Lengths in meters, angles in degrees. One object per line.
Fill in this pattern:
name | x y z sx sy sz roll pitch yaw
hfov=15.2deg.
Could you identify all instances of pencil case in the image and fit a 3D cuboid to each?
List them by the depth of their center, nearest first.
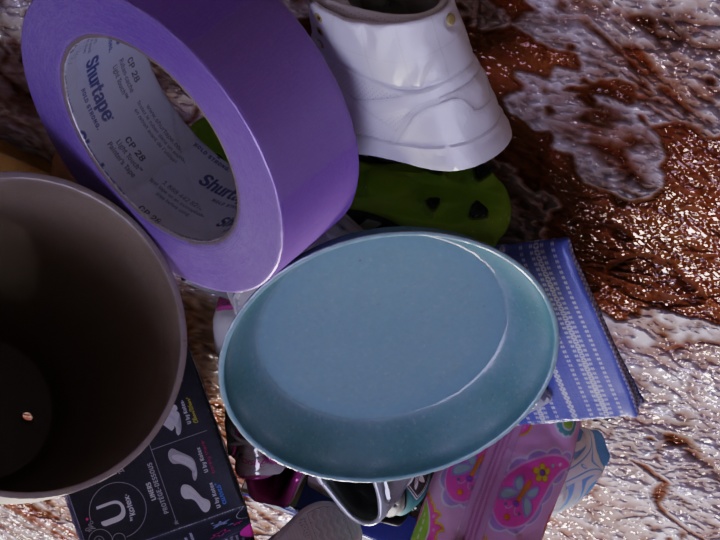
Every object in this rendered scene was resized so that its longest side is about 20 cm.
pencil case | 0.085 0.145 1.755 0.087 0.200 0.087 20 168 4

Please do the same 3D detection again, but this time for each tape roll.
tape roll | -0.095 -0.087 1.489 0.200 0.066 0.200 33 145 27

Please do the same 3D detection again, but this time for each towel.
towel | 0.061 0.041 1.646 0.199 0.024 0.145 -6 130 29

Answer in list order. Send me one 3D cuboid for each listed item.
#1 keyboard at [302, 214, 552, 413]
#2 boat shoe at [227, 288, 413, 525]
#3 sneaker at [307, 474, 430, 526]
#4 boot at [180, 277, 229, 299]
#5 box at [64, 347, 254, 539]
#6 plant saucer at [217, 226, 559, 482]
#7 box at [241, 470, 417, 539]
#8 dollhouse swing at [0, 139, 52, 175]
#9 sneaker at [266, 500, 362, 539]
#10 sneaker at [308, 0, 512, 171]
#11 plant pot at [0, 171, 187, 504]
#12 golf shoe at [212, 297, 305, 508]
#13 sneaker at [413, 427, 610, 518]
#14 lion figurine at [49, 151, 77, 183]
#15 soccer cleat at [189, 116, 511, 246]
keyboard | 0.029 0.030 1.614 0.200 0.011 0.056 41 134 -23
boat shoe | -0.029 0.074 1.651 0.072 0.069 0.200 -5 129 28
sneaker | 0.017 0.119 1.847 0.080 0.071 0.200 31 158 7
boot | 0.000 0.001 1.699 0.200 0.073 0.182 30 148 -10
box | -0.148 0.145 1.878 0.114 0.132 0.200 -20 164 -6
plant saucer | 0.015 0.042 1.569 0.199 0.036 0.200 -5 133 -5
box | 0.017 0.194 2.013 0.200 0.032 0.121 26 172 -15
dollhouse swing | -0.285 -0.032 1.810 0.200 0.176 0.182 23 -168 -14
sneaker | -0.085 0.252 1.887 0.074 0.200 0.118 47 149 18
sneaker | -0.014 -0.124 1.486 0.200 0.074 0.116 7 132 38
plant pot | -0.213 0.062 1.588 0.187 0.188 0.200 21 159 -9
golf shoe | -0.062 0.090 1.850 0.075 0.092 0.200 7 149 19
sneaker | 0.095 0.140 1.889 0.200 0.072 0.072 -7 101 53
lion figurine | -0.181 -0.030 1.692 0.122 0.200 0.072 37 -165 10
soccer cleat | -0.010 -0.044 1.614 0.199 0.068 0.081 13 151 0
